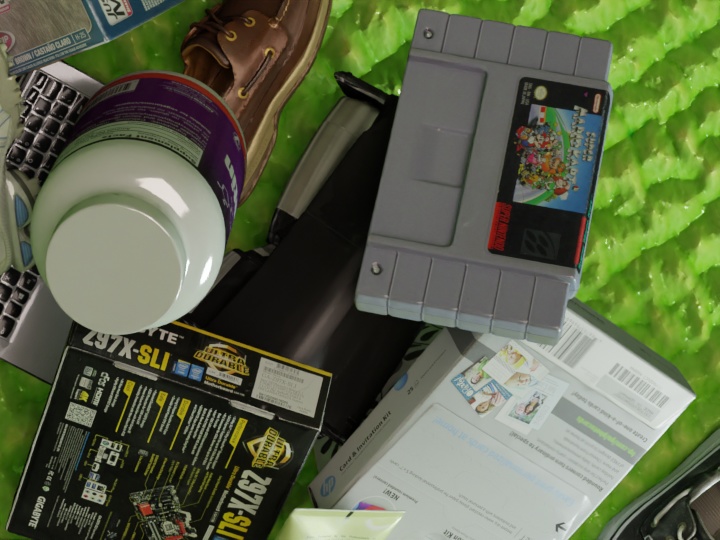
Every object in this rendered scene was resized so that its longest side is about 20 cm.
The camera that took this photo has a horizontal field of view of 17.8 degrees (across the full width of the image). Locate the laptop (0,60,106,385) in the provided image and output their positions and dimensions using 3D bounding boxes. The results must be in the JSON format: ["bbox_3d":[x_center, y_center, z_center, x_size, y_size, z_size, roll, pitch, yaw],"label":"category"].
[{"bbox_3d":[-0.212,-0.044,1.420,0.199,0.116,0.188,29,86,-16],"label":"laptop"}]

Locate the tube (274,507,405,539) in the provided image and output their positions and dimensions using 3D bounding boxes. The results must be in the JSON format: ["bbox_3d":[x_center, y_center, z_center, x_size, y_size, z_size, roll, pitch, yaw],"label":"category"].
[{"bbox_3d":[-0.046,0.203,1.438,0.052,0.200,0.058,39,44,6],"label":"tube"}]

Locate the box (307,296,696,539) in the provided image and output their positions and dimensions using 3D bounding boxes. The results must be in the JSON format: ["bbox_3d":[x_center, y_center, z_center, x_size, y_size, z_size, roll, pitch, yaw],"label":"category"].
[{"bbox_3d":[0.089,0.107,1.435,0.155,0.041,0.200,32,105,-28],"label":"box"}]

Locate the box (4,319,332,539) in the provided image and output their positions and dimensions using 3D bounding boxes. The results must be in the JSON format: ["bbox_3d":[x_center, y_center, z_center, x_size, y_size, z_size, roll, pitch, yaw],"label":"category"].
[{"bbox_3d":[-0.122,0.114,1.413,0.158,0.201,0.050,17,47,-7],"label":"box"}]

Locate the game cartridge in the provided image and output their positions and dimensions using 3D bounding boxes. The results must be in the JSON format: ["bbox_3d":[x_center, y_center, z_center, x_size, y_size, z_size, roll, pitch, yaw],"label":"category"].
[{"bbox_3d":[0.078,-0.059,1.374,0.128,0.038,0.202,8,64,9],"label":"game cartridge"}]

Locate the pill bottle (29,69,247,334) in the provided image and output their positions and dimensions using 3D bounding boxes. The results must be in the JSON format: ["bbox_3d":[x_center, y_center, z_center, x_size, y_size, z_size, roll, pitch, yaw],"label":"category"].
[{"bbox_3d":[-0.129,-0.037,1.339,0.111,0.200,0.113,1,113,3],"label":"pill bottle"}]

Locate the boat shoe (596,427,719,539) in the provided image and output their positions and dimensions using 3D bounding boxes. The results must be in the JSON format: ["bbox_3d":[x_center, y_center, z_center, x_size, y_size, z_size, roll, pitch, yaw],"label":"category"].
[{"bbox_3d":[0.227,0.179,1.589,0.072,0.071,0.200,43,82,-15],"label":"boat shoe"}]

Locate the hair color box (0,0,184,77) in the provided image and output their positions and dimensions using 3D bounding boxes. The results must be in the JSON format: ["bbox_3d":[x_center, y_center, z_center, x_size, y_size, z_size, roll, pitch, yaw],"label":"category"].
[{"bbox_3d":[-0.139,-0.183,1.390,0.200,0.099,0.061,-37,107,-49],"label":"hair color box"}]

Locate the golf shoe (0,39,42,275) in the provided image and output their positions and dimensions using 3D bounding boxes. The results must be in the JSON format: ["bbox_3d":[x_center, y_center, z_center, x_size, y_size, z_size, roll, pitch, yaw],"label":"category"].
[{"bbox_3d":[-0.244,-0.076,1.322,0.097,0.078,0.202,-25,121,-27],"label":"golf shoe"}]

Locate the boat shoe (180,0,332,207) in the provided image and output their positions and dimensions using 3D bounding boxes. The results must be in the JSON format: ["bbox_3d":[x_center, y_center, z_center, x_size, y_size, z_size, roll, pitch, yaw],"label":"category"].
[{"bbox_3d":[-0.076,-0.138,1.466,0.067,0.072,0.202,27,82,-39],"label":"boat shoe"}]

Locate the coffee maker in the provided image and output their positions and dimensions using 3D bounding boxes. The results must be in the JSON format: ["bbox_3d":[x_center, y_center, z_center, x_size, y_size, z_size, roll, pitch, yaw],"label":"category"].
[{"bbox_3d":[0.000,0.000,1.448,0.134,0.192,0.201,38,84,-32],"label":"coffee maker"}]

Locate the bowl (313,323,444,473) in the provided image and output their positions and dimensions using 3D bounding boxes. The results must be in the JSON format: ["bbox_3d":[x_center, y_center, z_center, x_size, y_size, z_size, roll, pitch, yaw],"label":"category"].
[{"bbox_3d":[0.075,0.111,1.528,0.199,0.094,0.203,-1,95,-16],"label":"bowl"}]
